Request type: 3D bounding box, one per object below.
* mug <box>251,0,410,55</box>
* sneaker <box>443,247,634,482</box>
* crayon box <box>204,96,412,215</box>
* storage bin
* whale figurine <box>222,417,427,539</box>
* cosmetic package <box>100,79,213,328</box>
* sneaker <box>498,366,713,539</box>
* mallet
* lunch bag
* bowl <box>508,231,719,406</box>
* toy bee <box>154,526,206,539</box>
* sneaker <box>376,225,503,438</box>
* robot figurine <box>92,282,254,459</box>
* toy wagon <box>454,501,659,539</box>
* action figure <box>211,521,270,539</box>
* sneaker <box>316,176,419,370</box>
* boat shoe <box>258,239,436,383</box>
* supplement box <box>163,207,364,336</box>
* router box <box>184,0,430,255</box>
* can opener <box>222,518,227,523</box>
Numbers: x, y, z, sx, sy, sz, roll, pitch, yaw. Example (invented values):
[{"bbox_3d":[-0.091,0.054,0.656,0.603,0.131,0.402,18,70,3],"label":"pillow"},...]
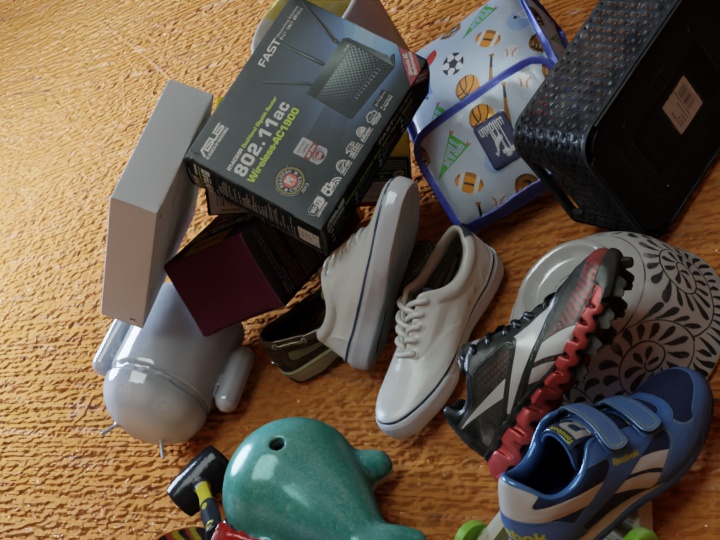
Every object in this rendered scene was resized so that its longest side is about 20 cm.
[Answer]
[{"bbox_3d":[-0.005,-0.245,1.656,0.149,0.153,0.187,11,64,51],"label":"mug"},{"bbox_3d":[0.129,0.060,1.145,0.098,0.071,0.202,34,108,16],"label":"sneaker"},{"bbox_3d":[-0.050,-0.121,1.506,0.198,0.059,0.173,-3,28,2],"label":"crayon box"},{"bbox_3d":[0.241,-0.143,1.302,0.201,0.135,0.093,-54,35,-13],"label":"storage bin"},{"bbox_3d":[-0.035,0.197,1.287,0.159,0.104,0.199,-37,41,-23],"label":"whale figurine"},{"bbox_3d":[-0.197,-0.061,1.460,0.201,0.051,0.152,109,179,-55],"label":"cosmetic package"},{"bbox_3d":[0.179,0.129,1.100,0.200,0.083,0.074,-40,32,-19],"label":"sneaker"},{"bbox_3d":[-0.134,0.206,1.397,0.066,0.041,0.200,-47,12,-9],"label":"mallet"},{"bbox_3d":[0.133,-0.150,1.450,0.169,0.124,0.201,-32,51,21],"label":"lunch bag"},{"bbox_3d":[0.187,0.037,1.226,0.200,0.094,0.202,-29,38,25],"label":"bowl"},{"bbox_3d":[-0.188,0.302,1.334,0.200,0.108,0.132,-91,12,-71],"label":"toy bee"},{"bbox_3d":[0.057,0.051,1.357,0.073,0.071,0.201,0,56,47],"label":"sneaker"},{"bbox_3d":[-0.191,0.094,1.557,0.168,0.113,0.201,13,62,22],"label":"robot figurine"},{"bbox_3d":[0.133,0.227,1.144,0.201,0.040,0.155,-52,34,-6],"label":"toy wagon"},{"bbox_3d":[-0.034,0.276,1.193,0.198,0.065,0.100,13,77,25],"label":"action figure"},{"bbox_3d":[0.000,0.000,1.367,0.073,0.070,0.201,-47,-24,-56],"label":"sneaker"},{"bbox_3d":[-0.012,0.031,1.459,0.202,0.075,0.075,-38,35,13],"label":"boat shoe"},{"bbox_3d":[-0.094,-0.030,1.534,0.110,0.086,0.200,-20,17,34],"label":"supplement box"},{"bbox_3d":[-0.046,-0.137,1.396,0.149,0.062,0.201,27,72,15],"label":"router box"},{"bbox_3d":[-0.094,0.272,1.317,0.053,0.067,0.201,-38,36,12],"label":"can opener"}]
